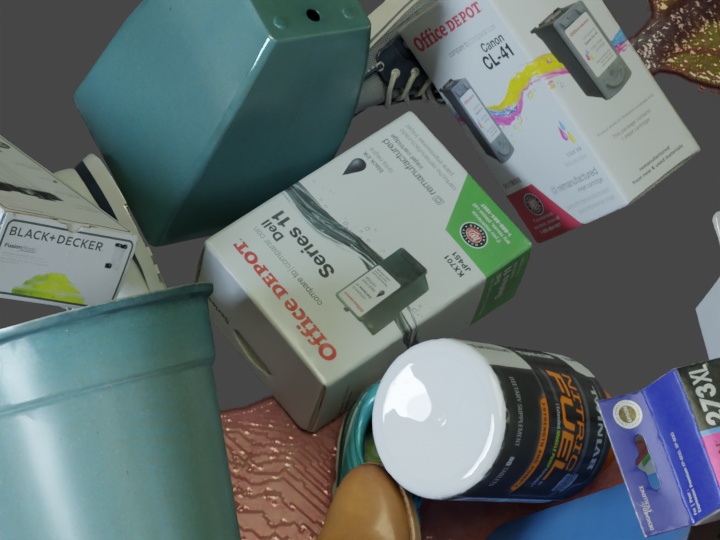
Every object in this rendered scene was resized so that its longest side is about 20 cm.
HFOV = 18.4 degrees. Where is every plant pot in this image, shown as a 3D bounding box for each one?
[{"bbox_3d":[-0.087,-0.141,1.585,0.141,0.200,0.142,-13,63,-36],"label":"plant pot"},{"bbox_3d":[-0.168,0.127,1.442,0.200,0.200,0.197,-14,88,-17],"label":"plant pot"}]

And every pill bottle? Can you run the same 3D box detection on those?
[{"bbox_3d":[0.103,0.105,1.516,0.200,0.106,0.106,9,49,-55],"label":"pill bottle"}]

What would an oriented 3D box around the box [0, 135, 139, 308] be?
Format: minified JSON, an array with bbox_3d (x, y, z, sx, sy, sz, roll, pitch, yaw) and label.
[{"bbox_3d":[-0.256,-0.043,1.520,0.116,0.060,0.200,10,16,-45],"label":"box"}]

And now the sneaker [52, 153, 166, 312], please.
[{"bbox_3d":[-0.180,0.015,1.586,0.080,0.076,0.200,-26,65,-9],"label":"sneaker"}]

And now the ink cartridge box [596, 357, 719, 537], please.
[{"bbox_3d":[0.257,0.097,1.394,0.199,0.037,0.095,-14,68,-11],"label":"ink cartridge box"}]

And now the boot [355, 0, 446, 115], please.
[{"bbox_3d":[0.036,-0.154,1.707,0.090,0.073,0.200,38,65,8],"label":"boot"}]

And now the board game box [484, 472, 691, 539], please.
[{"bbox_3d":[0.142,0.214,1.485,0.039,0.200,0.158,55,32,-20],"label":"board game box"}]

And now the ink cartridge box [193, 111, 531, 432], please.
[{"bbox_3d":[0.000,0.000,1.611,0.200,0.083,0.147,-34,72,-24],"label":"ink cartridge box"}]

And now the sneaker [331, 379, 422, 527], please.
[{"bbox_3d":[0.011,0.171,1.519,0.077,0.080,0.201,1,69,-9],"label":"sneaker"}]

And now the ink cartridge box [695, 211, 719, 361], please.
[{"bbox_3d":[0.298,0.059,1.474,0.115,0.068,0.201,-6,67,-14],"label":"ink cartridge box"}]

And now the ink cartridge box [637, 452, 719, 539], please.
[{"bbox_3d":[0.292,0.102,1.573,0.087,0.145,0.200,43,63,12],"label":"ink cartridge box"}]

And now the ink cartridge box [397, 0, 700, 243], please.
[{"bbox_3d":[0.136,-0.134,1.638,0.086,0.148,0.200,-38,95,-24],"label":"ink cartridge box"}]

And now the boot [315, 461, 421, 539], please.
[{"bbox_3d":[-0.043,0.198,1.410,0.077,0.155,0.201,4,70,42],"label":"boot"}]
